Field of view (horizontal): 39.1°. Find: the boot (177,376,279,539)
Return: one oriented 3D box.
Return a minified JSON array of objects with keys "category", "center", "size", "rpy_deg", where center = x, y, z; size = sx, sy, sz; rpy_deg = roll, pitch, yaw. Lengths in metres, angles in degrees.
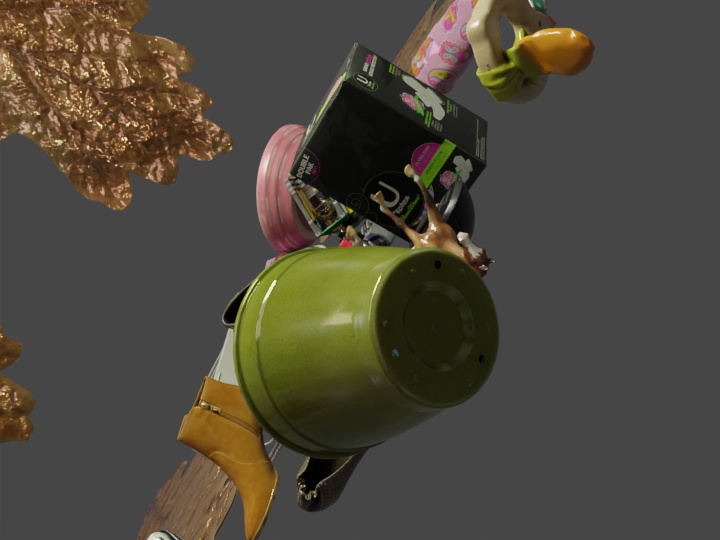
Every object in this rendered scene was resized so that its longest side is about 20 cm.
[{"category":"boot","center":[-0.179,0.252,1.360],"size":[0.071,0.142,0.203],"rpy_deg":[132,153,-57]}]

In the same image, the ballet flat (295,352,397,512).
[{"category":"ballet flat","center":[-0.018,0.167,1.043],"size":[0.046,0.067,0.201],"rpy_deg":[0,-57,-54]}]

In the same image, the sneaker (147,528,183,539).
[{"category":"sneaker","center":[-0.235,0.395,1.350],"size":[0.080,0.129,0.199],"rpy_deg":[-67,12,-26]}]

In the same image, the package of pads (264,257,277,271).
[{"category":"package of pads","center":[-0.086,0.017,1.633],"size":[0.200,0.119,0.077],"rpy_deg":[167,111,-76]}]

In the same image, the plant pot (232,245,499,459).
[{"category":"plant pot","center":[0.016,0.062,0.892],"size":[0.192,0.199,0.202],"rpy_deg":[-18,43,58]}]

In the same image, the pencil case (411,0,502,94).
[{"category":"pencil case","center":[0.158,-0.369,1.573],"size":[0.200,0.087,0.088],"rpy_deg":[-52,14,39]}]

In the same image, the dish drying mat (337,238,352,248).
[{"category":"dish drying mat","center":[-0.002,0.025,1.305],"size":[0.077,0.018,0.200],"rpy_deg":[-65,29,12]}]

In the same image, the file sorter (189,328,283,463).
[{"category":"file sorter","center":[-0.171,0.199,1.535],"size":[0.125,0.138,0.200],"rpy_deg":[-60,10,19]}]

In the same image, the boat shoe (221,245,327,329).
[{"category":"boat shoe","center":[-0.124,0.031,1.487],"size":[0.201,0.060,0.072],"rpy_deg":[-41,59,29]}]

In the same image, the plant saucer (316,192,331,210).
[{"category":"plant saucer","center":[-0.001,-0.186,1.593],"size":[0.050,0.199,0.201],"rpy_deg":[45,112,35]}]

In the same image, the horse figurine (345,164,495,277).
[{"category":"horse figurine","center":[0.048,-0.014,1.051],"size":[0.050,0.133,0.200],"rpy_deg":[-37,-6,-44]}]

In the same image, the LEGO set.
[{"category":"LEGO set","center":[-0.016,-0.143,1.497],"size":[0.199,0.117,0.153],"rpy_deg":[-37,-9,34]}]

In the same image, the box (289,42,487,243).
[{"category":"box","center":[0.037,-0.152,1.253],"size":[0.149,0.199,0.125],"rpy_deg":[-54,12,31]}]

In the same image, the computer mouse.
[{"category":"computer mouse","center":[0.091,-0.037,1.140],"size":[0.141,0.046,0.201],"rpy_deg":[-69,5,-46]}]

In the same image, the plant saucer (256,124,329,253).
[{"category":"plant saucer","center":[-0.091,-0.126,1.589],"size":[0.200,0.050,0.203],"rpy_deg":[-18,-70,-61]}]

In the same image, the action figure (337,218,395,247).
[{"category":"action figure","center":[0.000,0.000,1.414],"size":[0.130,0.069,0.201],"rpy_deg":[-49,18,32]}]

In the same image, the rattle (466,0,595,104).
[{"category":"rattle","center":[0.210,-0.271,1.097],"size":[0.199,0.131,0.143],"rpy_deg":[-35,0,-44]}]

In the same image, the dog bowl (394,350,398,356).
[{"category":"dog bowl","center":[-0.004,0.127,1.145],"size":[0.200,0.049,0.112],"rpy_deg":[-53,13,42]}]

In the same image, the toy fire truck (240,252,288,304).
[{"category":"toy fire truck","center":[-0.100,0.072,1.369],"size":[0.200,0.111,0.169],"rpy_deg":[-48,57,50]}]
